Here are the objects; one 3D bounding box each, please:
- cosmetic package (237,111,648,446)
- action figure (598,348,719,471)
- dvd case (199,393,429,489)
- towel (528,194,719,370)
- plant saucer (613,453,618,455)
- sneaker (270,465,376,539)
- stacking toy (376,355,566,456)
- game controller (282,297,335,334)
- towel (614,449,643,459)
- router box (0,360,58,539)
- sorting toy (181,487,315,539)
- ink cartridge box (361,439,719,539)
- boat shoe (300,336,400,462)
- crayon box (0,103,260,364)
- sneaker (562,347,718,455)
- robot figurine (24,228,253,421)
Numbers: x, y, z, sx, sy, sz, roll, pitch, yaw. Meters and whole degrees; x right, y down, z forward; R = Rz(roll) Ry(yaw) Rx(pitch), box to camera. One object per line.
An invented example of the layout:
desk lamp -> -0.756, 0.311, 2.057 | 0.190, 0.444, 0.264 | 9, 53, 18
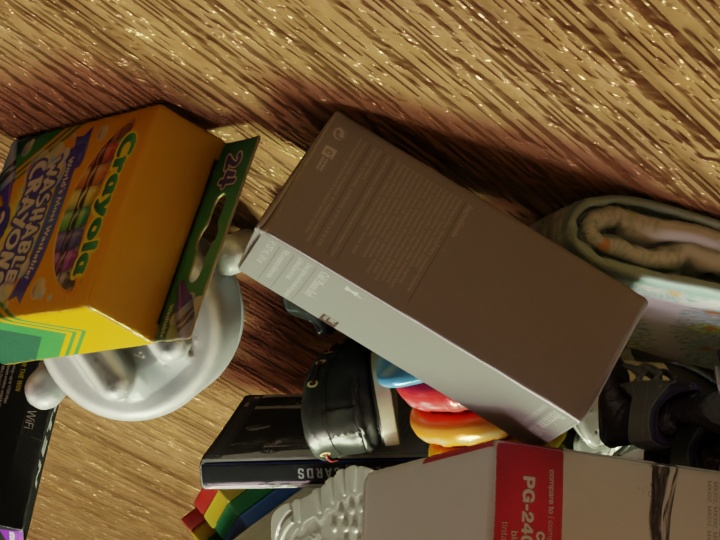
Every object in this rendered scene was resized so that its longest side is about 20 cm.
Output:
cosmetic package -> 0.043, 0.008, 1.573 | 0.200, 0.090, 0.107 | 33, 164, 0
action figure -> 0.228, 0.083, 1.664 | 0.130, 0.070, 0.200 | 31, 154, -36
dvd case -> 0.006, 0.111, 1.948 | 0.199, 0.025, 0.150 | -1, -166, 10
towel -> 0.180, 0.013, 1.651 | 0.200, 0.048, 0.171 | 16, 164, -13
plant saucer -> 0.087, 0.130, 1.997 | 0.200, 0.032, 0.200 | -19, -171, 3
sneaker -> 0.016, 0.164, 1.857 | 0.080, 0.077, 0.200 | 2, 172, -27
stacking toy -> 0.089, 0.119, 1.772 | 0.116, 0.200, 0.110 | -14, -166, 8
game controller -> 0.000, 0.000, 1.785 | 0.104, 0.042, 0.200 | -3, 165, 1
towel -> 0.116, 0.150, 2.004 | 0.200, 0.032, 0.191 | -27, -169, -36
router box -> -0.268, 0.065, 1.903 | 0.149, 0.200, 0.051 | 13, 163, -1
sorting toy -> -0.043, 0.151, 2.113 | 0.070, 0.200, 0.199 | 51, 159, 8
ink cartridge box -> 0.121, 0.157, 1.661 | 0.200, 0.084, 0.145 | 10, 163, -28
boat shoe -> -0.006, 0.075, 1.886 | 0.063, 0.074, 0.201 | -11, -172, 4
crayon box -> -0.149, -0.020, 1.636 | 0.052, 0.126, 0.200 | 31, 157, -31
sneaker -> 0.155, 0.090, 1.875 | 0.200, 0.089, 0.074 | 19, 162, -27
robot figurine -> -0.131, 0.029, 1.781 | 0.169, 0.113, 0.200 | -31, -179, 5
